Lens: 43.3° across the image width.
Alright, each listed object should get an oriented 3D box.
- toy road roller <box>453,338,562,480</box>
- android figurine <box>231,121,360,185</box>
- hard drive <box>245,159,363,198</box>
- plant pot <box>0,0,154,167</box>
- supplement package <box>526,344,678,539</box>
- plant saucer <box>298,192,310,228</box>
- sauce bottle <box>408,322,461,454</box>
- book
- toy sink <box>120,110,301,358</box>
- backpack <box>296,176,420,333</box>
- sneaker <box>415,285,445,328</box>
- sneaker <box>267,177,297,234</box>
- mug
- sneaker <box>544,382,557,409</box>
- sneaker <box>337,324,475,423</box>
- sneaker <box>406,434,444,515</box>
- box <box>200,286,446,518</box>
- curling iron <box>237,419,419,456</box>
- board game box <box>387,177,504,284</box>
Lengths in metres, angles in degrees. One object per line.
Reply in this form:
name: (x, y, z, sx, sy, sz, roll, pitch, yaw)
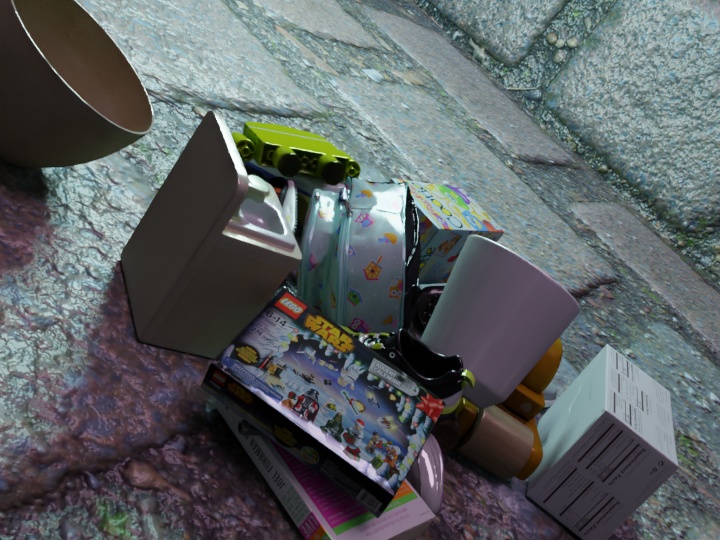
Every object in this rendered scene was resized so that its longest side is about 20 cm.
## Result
toy road roller: (0.180, 0.141, 1.121, 0.122, 0.147, 0.201, 32, 25, -13)
android figurine: (-0.092, -0.159, 1.219, 0.179, 0.042, 0.200, 7, 17, -24)
hard drive: (-0.070, -0.135, 1.286, 0.131, 0.026, 0.199, -1, 23, -44)
plant pot: (-0.334, -0.187, 0.948, 0.201, 0.134, 0.201, 51, 15, -19)
supplement package: (0.308, 0.219, 1.156, 0.110, 0.157, 0.200, 37, 24, 2)
plant saucer: (0.005, -0.042, 1.312, 0.200, 0.049, 0.199, 46, 24, 14)
sauce bottle: (0.065, 0.128, 1.080, 0.065, 0.066, 0.201, 23, 29, -31)
book: (-0.036, 0.184, 0.866, 0.133, 0.048, 0.201, 0, 44, -52)
toy sink: (-0.139, -0.032, 0.903, 0.111, 0.201, 0.131, 18, 30, -37)
backpack: (0.000, 0.000, 1.066, 0.151, 0.178, 0.201, 2, 32, -7)
sneaker: (0.131, 0.053, 1.317, 0.198, 0.071, 0.090, 17, 21, -44)
sneaker: (-0.130, -0.073, 1.132, 0.089, 0.071, 0.201, 14, 24, -14)
mug: (0.148, 0.072, 1.024, 0.148, 0.154, 0.187, 31, -6, 27)
sneaker: (0.226, 0.110, 1.272, 0.198, 0.121, 0.084, 28, 26, -23)
sneaker: (0.024, 0.083, 0.937, 0.197, 0.084, 0.072, 21, 38, 6)
sneaker: (0.023, 0.177, 0.956, 0.098, 0.076, 0.201, -4, 46, -24)
box: (-0.030, 0.116, 0.842, 0.199, 0.040, 0.137, 35, 38, 5)
curling iron: (-0.022, 0.153, 0.856, 0.197, 0.026, 0.050, 13, 20, -28)
board game box: (0.097, -0.052, 1.273, 0.103, 0.105, 0.199, 48, 25, 23)
